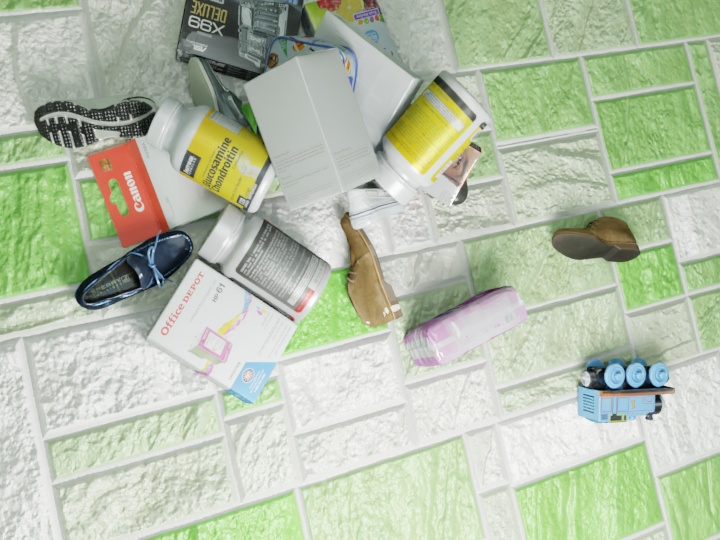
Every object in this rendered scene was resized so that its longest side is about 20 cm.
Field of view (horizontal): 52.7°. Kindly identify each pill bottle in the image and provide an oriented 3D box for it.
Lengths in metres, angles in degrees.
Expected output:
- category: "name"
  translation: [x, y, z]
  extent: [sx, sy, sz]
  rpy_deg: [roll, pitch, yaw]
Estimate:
- category: "pill bottle"
  translation: [-0.155, -0.015, 1.179]
  extent: [0.198, 0.114, 0.115]
  rpy_deg: [34, 74, -14]
- category: "pill bottle"
  translation: [0.107, -0.212, 1.184]
  extent: [0.114, 0.114, 0.200]
  rpy_deg: [42, 103, -8]
- category: "pill bottle"
  translation: [-0.226, -0.184, 1.133]
  extent: [0.197, 0.112, 0.114]
  rpy_deg: [28, 75, -9]

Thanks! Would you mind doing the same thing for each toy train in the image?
- category: "toy train"
  translation: [0.507, 0.230, 1.390]
  extent: [0.195, 0.086, 0.117]
  rpy_deg: [2, 91, -20]

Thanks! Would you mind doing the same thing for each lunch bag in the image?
- category: "lunch bag"
  translation: [-0.085, -0.276, 1.198]
  extent: [0.157, 0.075, 0.205]
  rpy_deg: [16, 109, 15]

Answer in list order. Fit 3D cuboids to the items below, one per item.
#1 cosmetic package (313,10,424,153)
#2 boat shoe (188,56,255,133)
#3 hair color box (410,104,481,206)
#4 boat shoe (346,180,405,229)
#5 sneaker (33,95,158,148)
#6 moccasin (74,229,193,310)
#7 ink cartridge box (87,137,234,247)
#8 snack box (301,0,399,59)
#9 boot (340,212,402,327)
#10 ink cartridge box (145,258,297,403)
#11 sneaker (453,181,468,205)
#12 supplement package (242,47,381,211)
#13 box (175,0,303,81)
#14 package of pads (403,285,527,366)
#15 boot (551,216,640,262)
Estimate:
- category: "cosmetic package"
  translation: [-0.012, -0.312, 1.224]
  extent: [0.199, 0.051, 0.152]
  rpy_deg: [41, 114, 15]
- category: "boat shoe"
  translation: [-0.226, -0.266, 1.222]
  extent: [0.061, 0.072, 0.203]
  rpy_deg: [-28, 95, -33]
- category: "hair color box"
  translation: [0.102, -0.215, 1.278]
  extent: [0.197, 0.064, 0.112]
  rpy_deg: [30, 109, -1]
- category: "boat shoe"
  translation: [0.028, -0.121, 1.223]
  extent: [0.072, 0.200, 0.068]
  rpy_deg: [-15, 97, 16]
- category: "sneaker"
  translation: [-0.415, -0.241, 1.158]
  extent: [0.195, 0.080, 0.075]
  rpy_deg: [-2, 113, -4]
- category: "moccasin"
  translation: [-0.346, 0.008, 1.136]
  extent: [0.198, 0.068, 0.081]
  rpy_deg: [-36, 107, -15]
- category: "ink cartridge box"
  translation: [-0.318, -0.149, 1.182]
  extent: [0.197, 0.057, 0.166]
  rpy_deg: [-23, 91, -24]
- category: "snack box"
  translation: [-0.010, -0.393, 1.312]
  extent: [0.140, 0.053, 0.204]
  rpy_deg: [-21, 91, -18]
- category: "boot"
  translation: [0.000, 0.000, 1.253]
  extent: [0.074, 0.074, 0.204]
  rpy_deg: [-23, 87, 0]
- category: "ink cartridge box"
  translation: [-0.223, 0.099, 1.161]
  extent: [0.198, 0.085, 0.146]
  rpy_deg: [33, 74, -10]
- category: "sneaker"
  translation: [0.159, -0.222, 1.330]
  extent: [0.073, 0.088, 0.204]
  rpy_deg: [-18, 90, -21]
- category: "supplement package"
  translation: [-0.070, -0.212, 1.096]
  extent: [0.117, 0.115, 0.204]
  rpy_deg: [-31, 104, -51]
- category: "box"
  translation: [-0.207, -0.417, 1.252]
  extent: [0.196, 0.050, 0.162]
  rpy_deg: [13, 79, -17]
- category: "package of pads"
  translation: [0.183, 0.099, 1.277]
  extent: [0.197, 0.120, 0.077]
  rpy_deg: [-24, 90, -19]
- category: "boot"
  translation: [0.454, -0.067, 1.426]
  extent: [0.196, 0.074, 0.077]
  rpy_deg: [6, 62, -22]
